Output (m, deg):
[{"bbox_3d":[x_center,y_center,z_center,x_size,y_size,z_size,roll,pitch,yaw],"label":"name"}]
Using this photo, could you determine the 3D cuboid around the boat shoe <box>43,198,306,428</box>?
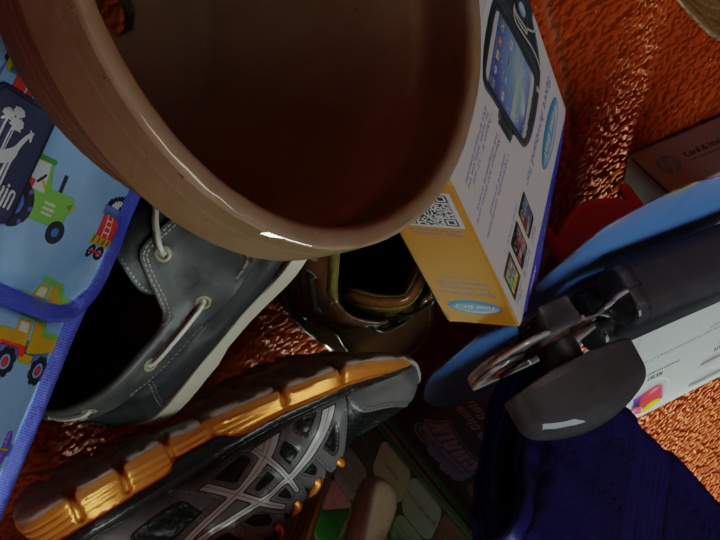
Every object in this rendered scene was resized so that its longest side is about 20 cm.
[{"bbox_3d":[-0.070,-0.014,0.679,0.067,0.072,0.201,8,125,-49],"label":"boat shoe"}]

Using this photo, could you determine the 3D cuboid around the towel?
[{"bbox_3d":[0.132,0.144,0.832,0.049,0.148,0.200,-32,113,35],"label":"towel"}]

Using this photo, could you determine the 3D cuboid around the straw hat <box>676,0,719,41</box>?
[{"bbox_3d":[0.093,-0.169,0.647,0.085,0.203,0.200,-12,163,35],"label":"straw hat"}]

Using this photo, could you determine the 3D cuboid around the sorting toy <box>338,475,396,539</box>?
[{"bbox_3d":[-0.039,0.203,0.759,0.200,0.036,0.187,-54,165,-75],"label":"sorting toy"}]

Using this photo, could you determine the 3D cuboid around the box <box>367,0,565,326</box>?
[{"bbox_3d":[0.046,-0.064,0.712,0.200,0.041,0.120,62,38,-56],"label":"box"}]

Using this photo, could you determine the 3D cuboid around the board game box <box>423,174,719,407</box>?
[{"bbox_3d":[0.106,-0.002,0.859,0.200,0.039,0.157,-43,159,29],"label":"board game box"}]

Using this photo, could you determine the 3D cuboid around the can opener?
[{"bbox_3d":[0.135,0.031,0.809,0.199,0.067,0.053,-19,163,-37],"label":"can opener"}]

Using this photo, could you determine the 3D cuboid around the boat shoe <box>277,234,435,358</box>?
[{"bbox_3d":[0.000,0.000,0.766,0.072,0.068,0.200,-37,146,-7],"label":"boat shoe"}]

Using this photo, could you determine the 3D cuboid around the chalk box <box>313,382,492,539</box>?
[{"bbox_3d":[0.057,0.143,0.932,0.199,0.125,0.124,-11,135,-36],"label":"chalk box"}]

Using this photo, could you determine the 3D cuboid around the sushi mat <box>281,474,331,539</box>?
[{"bbox_3d":[-0.056,0.138,0.792,0.095,0.012,0.200,-33,-172,11],"label":"sushi mat"}]

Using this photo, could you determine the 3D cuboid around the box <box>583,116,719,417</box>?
[{"bbox_3d":[0.213,-0.008,0.993,0.155,0.041,0.201,-23,140,-24],"label":"box"}]

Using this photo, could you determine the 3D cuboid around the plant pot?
[{"bbox_3d":[-0.054,-0.098,0.548,0.092,0.203,0.200,-13,166,40],"label":"plant pot"}]

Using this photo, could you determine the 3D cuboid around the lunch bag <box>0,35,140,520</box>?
[{"bbox_3d":[-0.157,-0.022,0.589,0.150,0.094,0.201,27,95,-53],"label":"lunch bag"}]

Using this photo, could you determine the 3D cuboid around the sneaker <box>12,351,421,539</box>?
[{"bbox_3d":[-0.055,0.093,0.748,0.199,0.078,0.078,-26,-173,-24],"label":"sneaker"}]
